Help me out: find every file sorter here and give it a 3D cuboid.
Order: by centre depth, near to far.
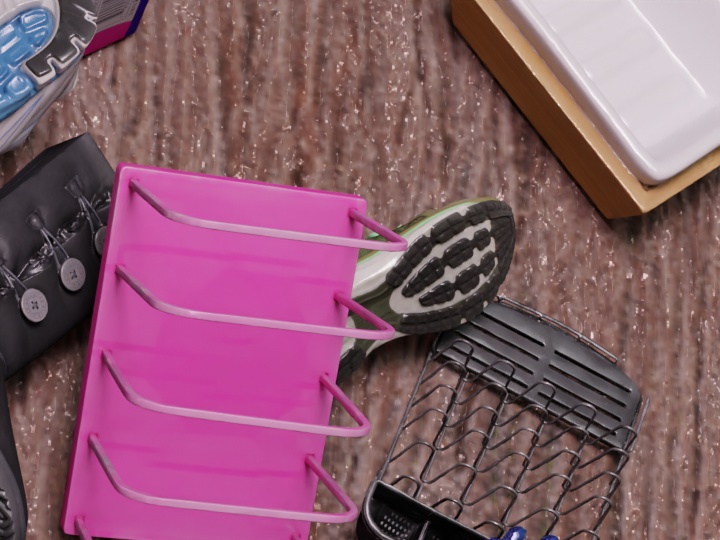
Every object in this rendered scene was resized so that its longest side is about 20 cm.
[{"bbox_3d":[-0.063,0.062,1.128,0.138,0.125,0.202,7,100,-19],"label":"file sorter"}]

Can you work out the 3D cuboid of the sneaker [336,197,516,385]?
[{"bbox_3d":[0.000,0.000,1.267,0.199,0.077,0.089,-25,37,-24],"label":"sneaker"}]

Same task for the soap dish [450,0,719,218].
[{"bbox_3d":[0.165,-0.140,1.401,0.157,0.081,0.200,-31,78,-31],"label":"soap dish"}]

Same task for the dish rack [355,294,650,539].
[{"bbox_3d":[0.090,0.106,1.264,0.153,0.055,0.201,28,58,-6],"label":"dish rack"}]

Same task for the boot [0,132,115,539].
[{"bbox_3d":[-0.178,0.041,1.185,0.200,0.065,0.166,-52,133,-52],"label":"boot"}]

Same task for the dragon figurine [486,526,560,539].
[{"bbox_3d":[0.050,0.228,1.165,0.099,0.059,0.200,44,89,-4],"label":"dragon figurine"}]

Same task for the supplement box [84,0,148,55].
[{"bbox_3d":[-0.225,-0.162,1.253,0.199,0.101,0.104,-31,77,-31],"label":"supplement box"}]

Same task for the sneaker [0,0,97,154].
[{"bbox_3d":[-0.223,-0.074,1.171,0.199,0.087,0.075,-34,71,-21],"label":"sneaker"}]
